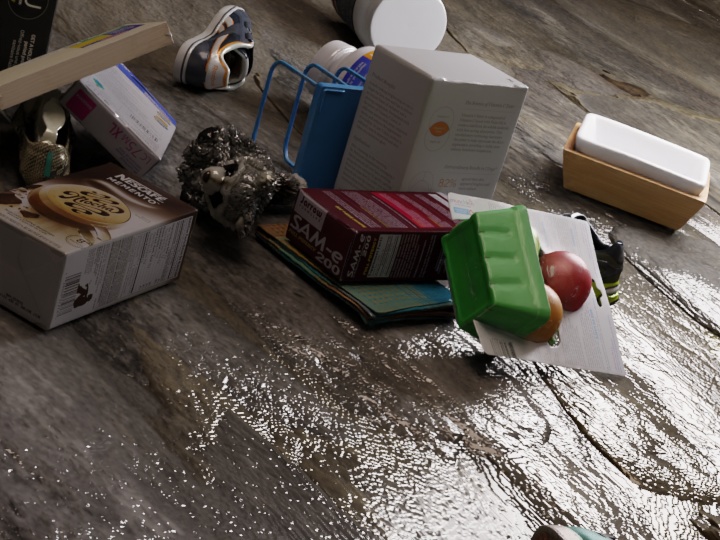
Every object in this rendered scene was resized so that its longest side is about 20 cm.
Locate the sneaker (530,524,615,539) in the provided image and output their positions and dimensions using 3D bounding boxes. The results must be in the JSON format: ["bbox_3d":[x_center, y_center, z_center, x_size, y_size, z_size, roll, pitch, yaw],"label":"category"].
[{"bbox_3d":[0.206,0.253,1.185,0.080,0.072,0.200,1,27,-26],"label":"sneaker"}]

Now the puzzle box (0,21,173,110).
[{"bbox_3d":[-0.308,-0.217,1.674,0.200,0.025,0.133,-25,17,-21],"label":"puzzle box"}]

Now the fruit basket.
[{"bbox_3d":[0.178,0.017,1.631,0.200,0.094,0.186,13,56,-41],"label":"fruit basket"}]

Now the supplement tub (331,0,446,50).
[{"bbox_3d":[0.043,-0.412,2.459,0.140,0.141,0.200,8,25,-23],"label":"supplement tub"}]

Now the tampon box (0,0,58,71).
[{"bbox_3d":[-0.448,-0.283,1.759,0.200,0.150,0.126,11,12,-20],"label":"tampon box"}]

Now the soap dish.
[{"bbox_3d":[0.373,-0.133,2.162,0.200,0.081,0.157,21,23,7],"label":"soap dish"}]

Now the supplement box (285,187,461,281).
[{"bbox_3d":[0.035,-0.037,1.666,0.200,0.061,0.109,1,26,-39],"label":"supplement box"}]

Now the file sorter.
[{"bbox_3d":[-0.010,-0.166,1.875,0.200,0.139,0.123,1,26,-36],"label":"file sorter"}]

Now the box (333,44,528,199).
[{"bbox_3d":[0.075,-0.139,1.791,0.152,0.200,0.106,0,26,-40],"label":"box"}]

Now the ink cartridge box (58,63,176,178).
[{"bbox_3d":[-0.262,-0.174,1.744,0.119,0.042,0.200,46,14,-13],"label":"ink cartridge box"}]

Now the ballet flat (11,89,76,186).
[{"bbox_3d":[-0.329,-0.151,1.674,0.068,0.075,0.200,8,25,-17],"label":"ballet flat"}]

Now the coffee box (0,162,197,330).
[{"bbox_3d":[-0.255,-0.026,1.446,0.113,0.080,0.200,27,24,20],"label":"coffee box"}]

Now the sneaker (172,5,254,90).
[{"bbox_3d":[-0.174,-0.287,2.099,0.079,0.079,0.200,18,34,10],"label":"sneaker"}]

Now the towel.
[{"bbox_3d":[0.000,0.000,1.661,0.146,0.022,0.200,-3,30,-44],"label":"towel"}]

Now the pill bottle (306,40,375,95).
[{"bbox_3d":[0.028,-0.222,2.060,0.200,0.112,0.112,33,27,29],"label":"pill bottle"}]

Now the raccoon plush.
[{"bbox_3d":[-0.096,-0.090,1.669,0.200,0.097,0.134,-5,26,-42],"label":"raccoon plush"}]

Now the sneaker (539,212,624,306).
[{"bbox_3d":[0.220,-0.037,1.831,0.200,0.081,0.074,28,24,20],"label":"sneaker"}]
